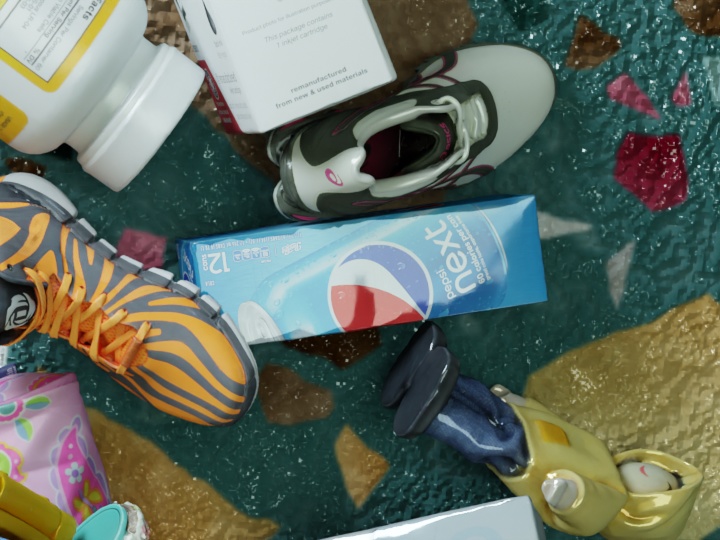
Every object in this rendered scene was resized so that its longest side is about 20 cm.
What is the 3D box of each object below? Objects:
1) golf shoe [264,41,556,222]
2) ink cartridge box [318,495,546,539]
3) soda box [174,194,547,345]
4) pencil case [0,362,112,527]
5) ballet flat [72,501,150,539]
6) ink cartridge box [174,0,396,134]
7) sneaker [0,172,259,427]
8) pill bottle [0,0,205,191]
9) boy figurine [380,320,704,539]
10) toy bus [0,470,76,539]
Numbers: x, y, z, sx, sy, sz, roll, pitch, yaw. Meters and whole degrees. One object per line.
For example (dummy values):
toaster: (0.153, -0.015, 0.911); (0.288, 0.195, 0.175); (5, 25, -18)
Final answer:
golf shoe: (0.045, -0.075, 1.608); (0.200, 0.088, 0.077); (-25, 104, -31)
ink cartridge box: (0.035, 0.236, 1.553); (0.160, 0.047, 0.200); (-13, 68, 8)
soda box: (0.000, 0.000, 1.626); (0.200, 0.068, 0.064); (-9, 94, -12)
pencil case: (-0.175, 0.153, 1.588); (0.087, 0.087, 0.200); (-16, 95, -11)
ballet flat: (-0.168, 0.206, 1.525); (0.064, 0.076, 0.200); (37, 105, -29)
ink cartridge box: (-0.065, -0.181, 1.565); (0.083, 0.147, 0.200); (-23, 96, -9)
sneaker: (-0.156, 0.030, 1.544); (0.200, 0.112, 0.078); (34, 116, 13)
pill bottle: (-0.188, -0.135, 1.557); (0.200, 0.113, 0.113); (36, 85, -11)
boy figurine: (0.110, 0.107, 1.628); (0.200, 0.124, 0.064); (27, 105, -18)
toy bus: (-0.229, 0.182, 1.462); (0.192, 0.136, 0.200); (18, 77, 29)
